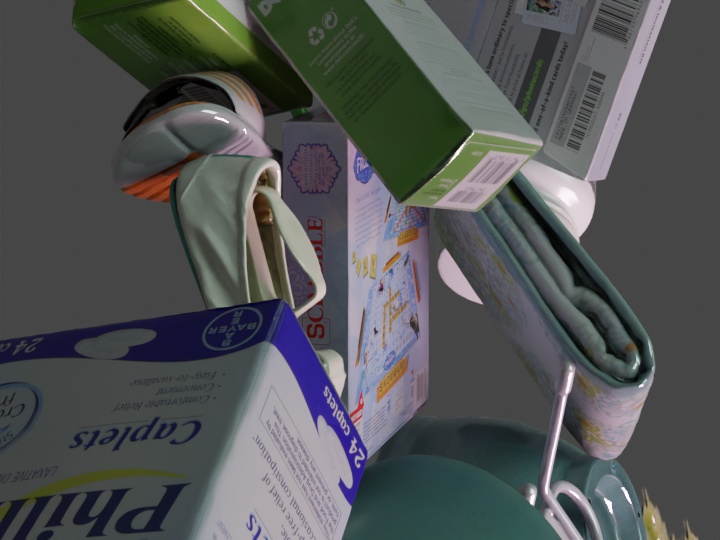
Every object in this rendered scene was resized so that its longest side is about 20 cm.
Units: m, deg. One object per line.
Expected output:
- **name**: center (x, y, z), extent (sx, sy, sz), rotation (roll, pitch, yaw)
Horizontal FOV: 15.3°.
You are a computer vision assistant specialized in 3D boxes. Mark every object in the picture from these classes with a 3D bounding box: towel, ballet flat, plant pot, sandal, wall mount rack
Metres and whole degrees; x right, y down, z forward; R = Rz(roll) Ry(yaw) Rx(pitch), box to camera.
- **towel**: center (0.110, 0.011, 1.638), extent (0.201, 0.048, 0.171), rotation (57, -7, 15)
- **ballet flat**: center (-0.044, 0.034, 1.395), extent (0.069, 0.069, 0.202), rotation (-16, 90, -65)
- **plant pot**: center (0.004, 0.216, 1.434), extent (0.161, 0.199, 0.202), rotation (-20, 100, -53)
- **sandal**: center (-0.087, -0.074, 1.476), extent (0.207, 0.079, 0.060), rotation (29, 40, -73)
- **wall mount rack**: center (0.122, 0.162, 1.545), extent (0.174, 0.074, 0.200), rotation (56, 30, -22)
- **plant pot**: center (0.106, 0.186, 1.724), extent (0.200, 0.133, 0.202), rotation (34, 52, -58)

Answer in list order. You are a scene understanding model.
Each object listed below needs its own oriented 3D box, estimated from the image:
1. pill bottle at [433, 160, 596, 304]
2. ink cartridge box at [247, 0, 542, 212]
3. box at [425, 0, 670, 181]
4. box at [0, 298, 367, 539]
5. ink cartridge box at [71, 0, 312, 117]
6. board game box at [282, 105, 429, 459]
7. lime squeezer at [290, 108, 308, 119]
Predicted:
- **pill bottle**: center (0.108, -0.082, 1.848), extent (0.114, 0.113, 0.201), rotation (51, 37, -46)
- **ink cartridge box**: center (0.004, -0.126, 1.480), extent (0.200, 0.059, 0.104), rotation (52, 19, 17)
- **box**: center (0.086, -0.164, 1.669), extent (0.041, 0.199, 0.157), rotation (-8, 119, -66)
- **box**: center (-0.117, 0.124, 1.203), extent (0.201, 0.183, 0.105), rotation (-71, 144, -46)
- **ink cartridge box**: center (-0.089, -0.202, 1.513), extent (0.148, 0.075, 0.202), rotation (39, 46, -55)
- **board game box**: center (0.000, 0.000, 1.572), extent (0.200, 0.041, 0.201), rotation (-33, 124, -73)
- **lime squeezer**: center (-0.006, -0.060, 1.685), extent (0.200, 0.037, 0.071), rotation (47, 41, -49)
